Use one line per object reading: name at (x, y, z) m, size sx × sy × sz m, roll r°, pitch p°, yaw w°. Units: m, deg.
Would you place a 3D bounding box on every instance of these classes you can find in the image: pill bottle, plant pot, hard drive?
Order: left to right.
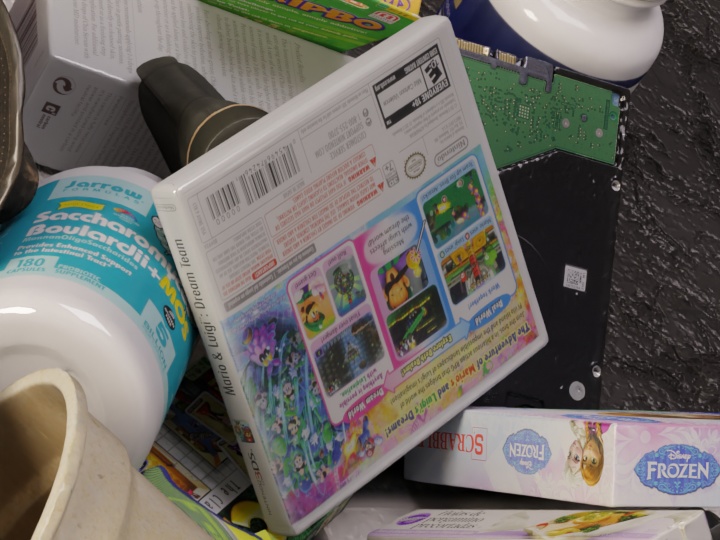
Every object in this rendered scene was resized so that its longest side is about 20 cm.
pill bottle at (-0.130, 0.021, 1.403) m, size 0.110 × 0.111 × 0.200 m, roll 30°, pitch 25°, yaw -6°
plant pot at (-0.102, 0.172, 1.212) m, size 0.183 × 0.200 × 0.201 m, roll 34°, pitch 33°, yaw -20°
hard drive at (0.070, -0.016, 1.600) m, size 0.139 × 0.038 × 0.201 m, roll 14°, pitch 76°, yaw -28°
pill bottle at (0.103, -0.130, 1.711) m, size 0.119 × 0.200 × 0.120 m, roll 22°, pitch 36°, yaw -17°

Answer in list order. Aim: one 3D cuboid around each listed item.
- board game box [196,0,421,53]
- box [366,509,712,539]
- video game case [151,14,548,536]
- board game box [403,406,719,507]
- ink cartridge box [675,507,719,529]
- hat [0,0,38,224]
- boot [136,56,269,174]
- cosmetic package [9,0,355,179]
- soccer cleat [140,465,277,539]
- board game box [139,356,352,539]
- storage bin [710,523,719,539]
board game box at (-0.043, -0.146, 1.641) m, size 0.095 × 0.200 × 0.030 m, roll 19°, pitch 82°, yaw -22°
box at (0.083, 0.135, 1.394) m, size 0.039 × 0.200 × 0.042 m, roll -22°, pitch 100°, yaw -38°
video game case at (0.000, 0.000, 1.445) m, size 0.200 × 0.024 × 0.183 m, roll -35°, pitch 116°, yaw -38°
board game box at (0.155, 0.092, 1.498) m, size 0.199 × 0.200 × 0.041 m, roll 3°, pitch 89°, yaw -29°
ink cartridge box at (0.146, 0.216, 1.435) m, size 0.148 × 0.086 × 0.200 m, roll 45°, pitch 34°, yaw 13°
hat at (-0.203, -0.052, 1.391) m, size 0.081 × 0.201 × 0.201 m, roll 23°, pitch 32°, yaw -47°
boot at (-0.045, -0.013, 1.521) m, size 0.077 × 0.201 × 0.138 m, roll -25°, pitch 28°, yaw -12°
cosmetic package at (-0.091, -0.089, 1.613) m, size 0.199 × 0.071 × 0.102 m, roll 19°, pitch 37°, yaw -22°
soccer cleat at (-0.031, 0.158, 1.350) m, size 0.200 × 0.065 × 0.084 m, roll 36°, pitch 41°, yaw -20°
board game box at (-0.089, 0.117, 1.415) m, size 0.105 × 0.023 × 0.200 m, roll 42°, pitch 35°, yaw 6°
storage bin at (0.276, 0.175, 1.417) m, size 0.199 × 0.145 × 0.135 m, roll 8°, pitch 57°, yaw -37°
